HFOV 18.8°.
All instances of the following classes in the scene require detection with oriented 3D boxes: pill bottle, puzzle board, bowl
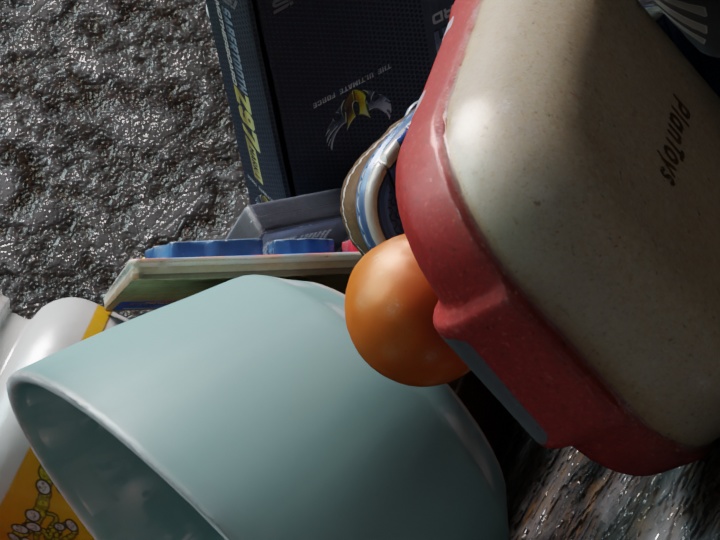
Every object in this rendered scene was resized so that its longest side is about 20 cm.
[{"bbox_3d":[-0.107,0.081,0.948,0.113,0.199,0.113,-61,7,13],"label":"pill bottle"},{"bbox_3d":[0.000,0.000,0.881,0.151,0.199,0.018,155,113,-78],"label":"puzzle board"},{"bbox_3d":[-0.022,0.081,0.785,0.105,0.201,0.201,-41,0,-19],"label":"bowl"}]

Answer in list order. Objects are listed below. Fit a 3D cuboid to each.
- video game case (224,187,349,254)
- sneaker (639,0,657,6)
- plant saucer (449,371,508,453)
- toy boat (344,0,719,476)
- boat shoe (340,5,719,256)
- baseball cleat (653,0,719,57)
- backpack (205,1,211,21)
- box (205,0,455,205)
[{"bbox_3d":[-0.001,0.005,1.034,0.199,0.019,0.143,-13,-30,-40],"label":"video game case"},{"bbox_3d":[0.140,-0.161,0.953,0.201,0.075,0.114,-60,6,-3],"label":"sneaker"},{"bbox_3d":[0.013,0.108,0.956,0.201,0.034,0.200,-59,8,13],"label":"plant saucer"},{"bbox_3d":[0.049,-0.010,0.686,0.130,0.131,0.200,-34,18,28],"label":"toy boat"},{"bbox_3d":[0.056,-0.044,0.819,0.072,0.073,0.200,-4,15,46],"label":"boat shoe"},{"bbox_3d":[0.107,-0.126,0.754,0.200,0.106,0.070,42,-111,-82],"label":"baseball cleat"},{"bbox_3d":[0.038,-0.150,1.150,0.178,0.200,0.151,-54,11,5],"label":"backpack"},{"bbox_3d":[0.030,-0.117,1.005,0.199,0.051,0.158,-29,-44,-20],"label":"box"}]
